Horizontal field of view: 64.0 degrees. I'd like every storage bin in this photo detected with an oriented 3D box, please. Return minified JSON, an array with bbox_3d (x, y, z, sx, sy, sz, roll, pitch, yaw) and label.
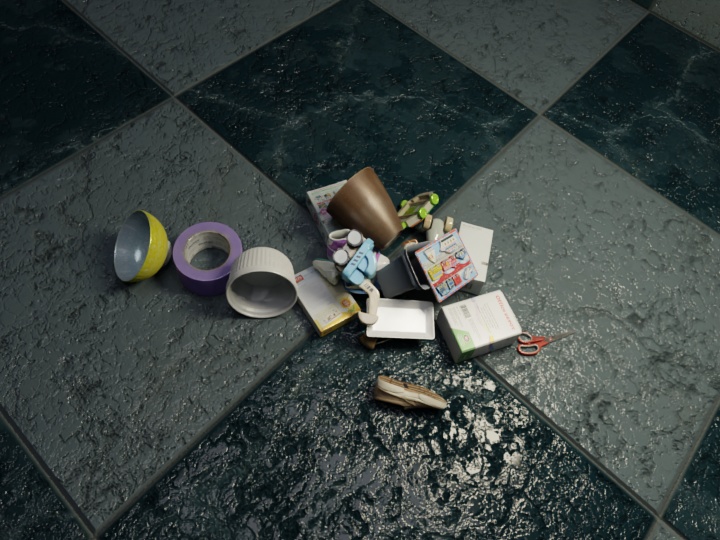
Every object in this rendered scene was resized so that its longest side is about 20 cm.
[{"bbox_3d":[0.135,-0.001,1.650,0.199,0.133,0.149,-16,81,-59],"label":"storage bin"}]

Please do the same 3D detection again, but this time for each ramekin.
[{"bbox_3d":[-0.272,0.029,1.599,0.194,0.203,0.107,0,48,-7],"label":"ramekin"}]

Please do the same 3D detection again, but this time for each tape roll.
[{"bbox_3d":[-0.440,-0.035,1.679,0.194,0.086,0.204,3,57,-4],"label":"tape roll"}]

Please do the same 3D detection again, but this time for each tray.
[{"bbox_3d":[0.110,0.137,1.609,0.194,0.022,0.110,4,71,-10],"label":"tray"}]

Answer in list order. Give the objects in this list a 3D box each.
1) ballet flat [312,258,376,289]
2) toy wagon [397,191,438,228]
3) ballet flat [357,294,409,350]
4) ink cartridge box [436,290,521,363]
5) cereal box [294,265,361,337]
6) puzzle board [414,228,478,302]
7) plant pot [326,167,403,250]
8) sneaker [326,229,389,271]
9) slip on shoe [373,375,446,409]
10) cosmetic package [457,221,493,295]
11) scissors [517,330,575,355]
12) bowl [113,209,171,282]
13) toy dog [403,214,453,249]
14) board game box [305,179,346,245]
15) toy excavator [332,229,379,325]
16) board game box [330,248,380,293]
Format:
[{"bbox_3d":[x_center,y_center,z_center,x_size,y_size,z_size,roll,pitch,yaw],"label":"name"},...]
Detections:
[{"bbox_3d":[-0.049,0.015,1.663,0.194,0.070,0.071,11,57,4],"label":"ballet flat"},{"bbox_3d":[0.156,-0.177,1.814,0.201,0.154,0.040,-49,114,-28],"label":"toy wagon"},{"bbox_3d":[0.081,0.155,1.643,0.199,0.068,0.073,-38,89,-26],"label":"ballet flat"},{"bbox_3d":[0.338,0.160,1.654,0.195,0.085,0.147,-14,61,-15],"label":"ink cartridge box"},{"bbox_3d":[-0.108,0.077,1.675,0.142,0.040,0.202,-25,63,-24],"label":"cereal box"},{"bbox_3d":[0.248,-0.019,1.630,0.198,0.017,0.154,-28,93,-40],"label":"puzzle board"},{"bbox_3d":[0.030,-0.164,1.705,0.186,0.187,0.201,-38,82,-26],"label":"plant pot"},{"bbox_3d":[-0.006,-0.058,1.686,0.195,0.116,0.074,13,49,5],"label":"sneaker"},{"bbox_3d":[0.130,0.340,1.534,0.195,0.076,0.062,18,96,-5],"label":"slip on shoe"},{"bbox_3d":[0.338,-0.039,1.780,0.110,0.082,0.204,13,58,4],"label":"cosmetic package"},{"bbox_3d":[0.549,0.211,1.693,0.194,0.014,0.075,-1,56,-9],"label":"scissors"},{"bbox_3d":[-0.606,-0.061,1.647,0.106,0.199,0.204,16,44,-48],"label":"bowl"},{"bbox_3d":[0.223,-0.080,1.803,0.130,0.097,0.202,31,74,9],"label":"toy dog"},{"bbox_3d":[-0.070,-0.176,1.826,0.144,0.065,0.203,-18,63,-19],"label":"board game box"},{"bbox_3d":[0.007,0.020,1.576,0.198,0.100,0.196,35,81,8],"label":"toy excavator"},{"bbox_3d":[0.000,0.000,1.740,0.155,0.039,0.202,-19,54,-17],"label":"board game box"}]
